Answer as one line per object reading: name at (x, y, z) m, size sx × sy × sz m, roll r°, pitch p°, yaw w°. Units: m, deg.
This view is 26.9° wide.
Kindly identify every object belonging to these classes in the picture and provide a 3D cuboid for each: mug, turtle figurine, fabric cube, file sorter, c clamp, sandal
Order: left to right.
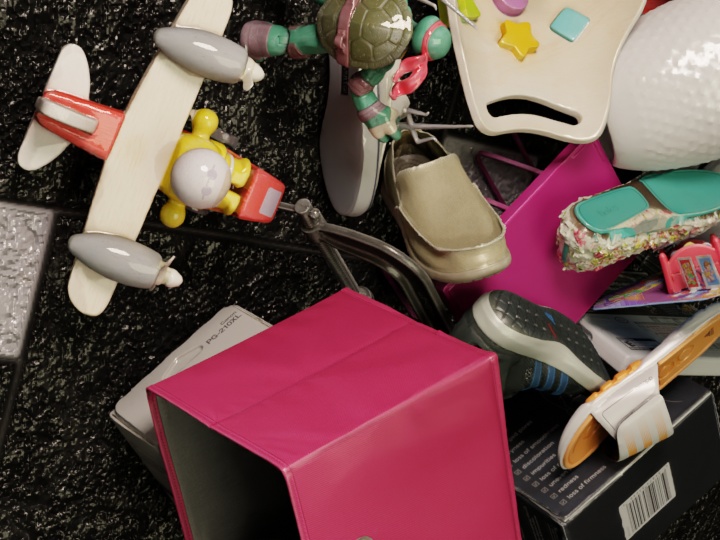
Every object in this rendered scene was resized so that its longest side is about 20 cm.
fabric cube at (-0.016, 0.160, 1.164) m, size 0.199 × 0.200 × 0.197 m, roll -25°, pitch 118°, yaw -30°
c clamp at (0.000, 0.000, 1.280) m, size 0.027 × 0.170 × 0.200 m, roll -60°, pitch 144°, yaw -20°
turtle figurine at (0.008, -0.188, 1.162) m, size 0.150 × 0.199 × 0.101 m, roll -68°, pitch 158°, yaw -6°
file sorter at (0.133, -0.022, 1.365) m, size 0.200 × 0.125 × 0.139 m, roll -46°, pitch 126°, yaw -15°
sandal at (0.260, 0.110, 1.310) m, size 0.207 × 0.059 × 0.079 m, roll -41°, pitch 151°, yaw -3°
mug at (0.291, -0.157, 1.354) m, size 0.175 × 0.148 × 0.200 m, roll -21°, pitch 162°, yaw -1°

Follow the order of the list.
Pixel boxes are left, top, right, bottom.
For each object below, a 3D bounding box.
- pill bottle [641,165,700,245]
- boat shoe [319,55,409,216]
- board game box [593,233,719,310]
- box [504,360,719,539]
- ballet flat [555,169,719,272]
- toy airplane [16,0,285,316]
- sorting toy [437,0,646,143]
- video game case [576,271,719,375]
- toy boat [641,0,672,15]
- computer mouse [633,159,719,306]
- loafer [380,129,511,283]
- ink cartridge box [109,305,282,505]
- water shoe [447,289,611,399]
pill bottle at (0.386, -0.109, 1.520) m, size 0.200 × 0.116 × 0.117 m, roll -32°, pitch 123°, yaw -31°
boat shoe at (0.011, -0.145, 1.269) m, size 0.070 × 0.071 × 0.201 m, roll -6°, pitch 104°, yaw -32°
board game box at (0.300, -0.011, 1.331) m, size 0.158 × 0.200 × 0.039 m, roll -21°, pitch 98°, yaw -33°
box at (0.207, 0.171, 1.440) m, size 0.200 × 0.196 × 0.124 m, roll -37°, pitch 132°, yaw -19°
ballet flat at (0.247, -0.044, 1.328) m, size 0.199 × 0.076 × 0.064 m, roll -12°, pitch 141°, yaw -31°
toy airplane at (-0.151, -0.087, 1.120) m, size 0.199 × 0.141 × 0.201 m, roll -28°, pitch 122°, yaw -25°
sorting toy at (0.140, -0.196, 1.259) m, size 0.199 × 0.107 × 0.181 m, roll 4°, pitch 72°, yaw -24°
video game case at (0.265, 0.048, 1.452) m, size 0.199 × 0.182 × 0.023 m, roll 3°, pitch 116°, yaw -37°
toy boat at (0.281, -0.299, 1.367) m, size 0.130 × 0.131 × 0.201 m, roll -7°, pitch 111°, yaw -35°
computer mouse at (0.314, -0.045, 1.438) m, size 0.044 × 0.110 × 0.200 m, roll -36°, pitch 166°, yaw -35°
loafer at (0.062, -0.057, 1.253) m, size 0.075 × 0.200 × 0.068 m, roll -20°, pitch 124°, yaw -13°
ink cartridge box at (-0.097, 0.153, 1.285) m, size 0.145 × 0.084 × 0.200 m, roll -42°, pitch 126°, yaw -18°
water shoe at (0.141, 0.073, 1.291) m, size 0.079 × 0.072 × 0.200 m, roll -38°, pitch 139°, yaw 21°
